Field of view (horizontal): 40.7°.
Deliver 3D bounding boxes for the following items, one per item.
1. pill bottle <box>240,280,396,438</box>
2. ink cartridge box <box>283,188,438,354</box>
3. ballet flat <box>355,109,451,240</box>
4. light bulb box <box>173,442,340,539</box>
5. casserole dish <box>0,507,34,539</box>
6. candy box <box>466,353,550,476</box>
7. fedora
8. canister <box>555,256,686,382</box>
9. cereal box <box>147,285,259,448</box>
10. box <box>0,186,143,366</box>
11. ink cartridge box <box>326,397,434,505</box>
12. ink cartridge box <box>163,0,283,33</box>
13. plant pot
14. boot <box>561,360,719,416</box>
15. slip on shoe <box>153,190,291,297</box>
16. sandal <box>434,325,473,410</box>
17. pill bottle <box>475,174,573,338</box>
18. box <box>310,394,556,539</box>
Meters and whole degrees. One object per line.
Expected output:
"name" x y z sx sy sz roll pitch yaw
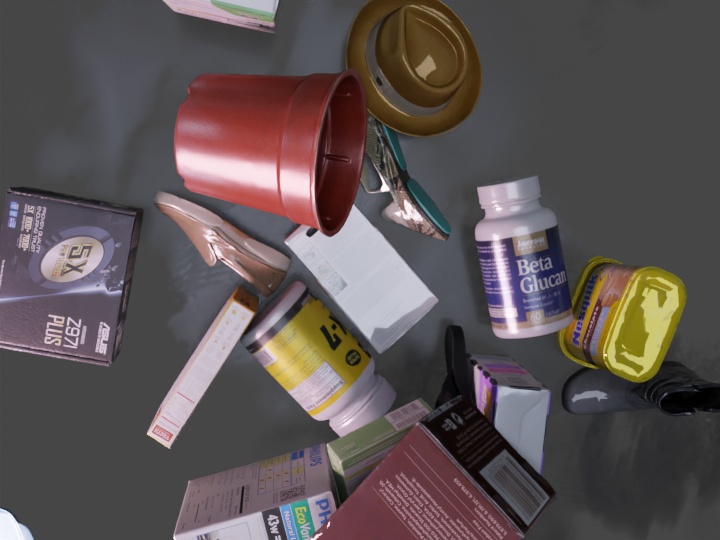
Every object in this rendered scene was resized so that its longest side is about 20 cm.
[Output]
"pill bottle" -0.053 0.122 1.277 0.114 0.114 0.200 -43 98 0
"ink cartridge box" 0.000 0.000 1.302 0.109 0.050 0.200 -41 97 0
"ballet flat" 0.044 -0.116 1.294 0.075 0.068 0.201 -30 92 20
"light bulb box" -0.121 0.332 1.249 0.197 0.198 0.126 -15 99 -2
"casserole dish" -0.528 0.387 1.299 0.198 0.039 0.123 -20 97 -4
"candy box" 0.179 0.211 1.262 0.070 0.200 0.170 5 97 -6
"fedora" 0.078 -0.276 1.245 0.198 0.082 0.204 2 82 -15
"canister" 0.334 0.061 1.257 0.086 0.200 0.150 22 90 -4
"cereal box" -0.199 0.119 1.249 0.039 0.144 0.201 32 93 -7
"box" -0.379 0.006 1.250 0.162 0.086 0.203 11 94 -7
"ink cartridge box" 0.041 0.281 1.274 0.144 0.048 0.202 -24 123 -20
"ink cartridge box" -0.164 -0.351 1.178 0.143 0.200 0.085 11 98 -6
"plant pot" -0.112 -0.157 1.198 0.193 0.201 0.204 10 95 14
"boot" 0.380 0.164 1.310 0.197 0.132 0.071 -12 97 -4
"slip on shoe" -0.187 -0.035 1.272 0.199 0.076 0.061 30 86 -15
"sandal" 0.118 0.168 1.282 0.047 0.076 0.202 0 55 -6
"pill bottle" 0.212 -0.020 1.287 0.110 0.111 0.203 -12 97 -4
"box" 0.086 0.279 1.104 0.164 0.166 0.200 45 108 14
